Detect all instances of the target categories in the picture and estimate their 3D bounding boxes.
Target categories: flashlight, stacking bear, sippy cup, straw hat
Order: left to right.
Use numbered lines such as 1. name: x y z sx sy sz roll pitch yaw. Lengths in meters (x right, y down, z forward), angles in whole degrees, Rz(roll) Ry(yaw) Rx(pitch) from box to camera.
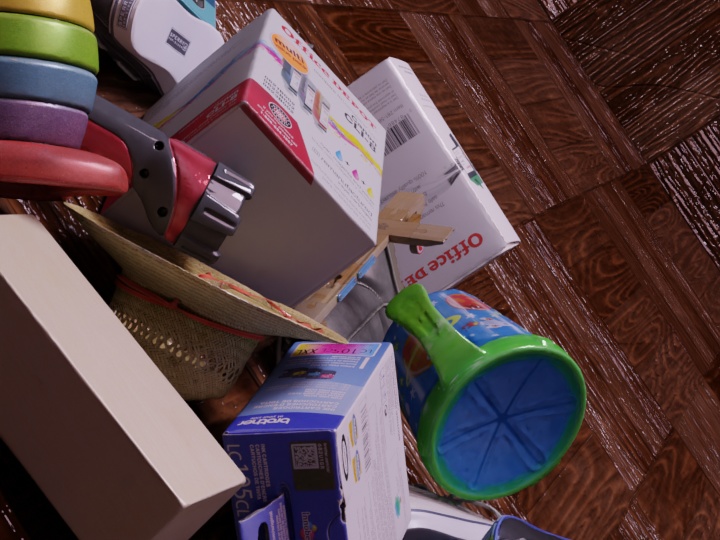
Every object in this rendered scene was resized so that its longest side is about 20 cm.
1. stacking bear: -0.204 -0.148 0.932 0.113 0.121 0.201 5 86 -37
2. flashlight: -0.170 -0.077 1.027 0.200 0.068 0.068 28 34 -10
3. straw hat: -0.114 0.038 0.990 0.201 0.085 0.201 26 1 0
4. sippy cup: 0.082 0.084 1.196 0.130 0.139 0.178 -132 -143 -52

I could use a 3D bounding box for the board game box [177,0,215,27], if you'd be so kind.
1. board game box: -0.210 -0.296 1.369 0.200 0.047 0.151 43 23 -30

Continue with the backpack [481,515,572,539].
1. backpack: 0.125 0.273 1.106 0.200 0.134 0.183 32 33 -49

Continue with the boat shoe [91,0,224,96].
1. boat shoe: -0.168 -0.182 1.260 0.068 0.072 0.200 22 -4 19

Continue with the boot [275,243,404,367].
1. boot: -0.026 0.022 1.252 0.182 0.072 0.200 63 27 -1

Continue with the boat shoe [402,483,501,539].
1. boat shoe: 0.065 0.197 1.204 0.202 0.075 0.086 22 31 -42

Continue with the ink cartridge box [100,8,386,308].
1. ink cartridge box: -0.080 -0.074 1.173 0.145 0.144 0.200 46 21 -20

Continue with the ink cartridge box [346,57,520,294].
1. ink cartridge box: 0.030 -0.066 1.407 0.200 0.146 0.084 58 15 6

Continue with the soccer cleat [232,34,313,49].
1. soccer cleat: -0.098 -0.159 1.379 0.085 0.069 0.200 11 32 4

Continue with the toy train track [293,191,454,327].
1. toy train track: 0.000 0.000 1.195 0.200 0.114 0.033 -48 138 -49

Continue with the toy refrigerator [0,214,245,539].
1. toy refrigerator: -0.161 0.066 0.856 0.200 0.070 0.076 49 18 12

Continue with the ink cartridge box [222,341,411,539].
1. ink cartridge box: -0.027 0.138 0.990 0.200 0.076 0.137 -55 140 -71
